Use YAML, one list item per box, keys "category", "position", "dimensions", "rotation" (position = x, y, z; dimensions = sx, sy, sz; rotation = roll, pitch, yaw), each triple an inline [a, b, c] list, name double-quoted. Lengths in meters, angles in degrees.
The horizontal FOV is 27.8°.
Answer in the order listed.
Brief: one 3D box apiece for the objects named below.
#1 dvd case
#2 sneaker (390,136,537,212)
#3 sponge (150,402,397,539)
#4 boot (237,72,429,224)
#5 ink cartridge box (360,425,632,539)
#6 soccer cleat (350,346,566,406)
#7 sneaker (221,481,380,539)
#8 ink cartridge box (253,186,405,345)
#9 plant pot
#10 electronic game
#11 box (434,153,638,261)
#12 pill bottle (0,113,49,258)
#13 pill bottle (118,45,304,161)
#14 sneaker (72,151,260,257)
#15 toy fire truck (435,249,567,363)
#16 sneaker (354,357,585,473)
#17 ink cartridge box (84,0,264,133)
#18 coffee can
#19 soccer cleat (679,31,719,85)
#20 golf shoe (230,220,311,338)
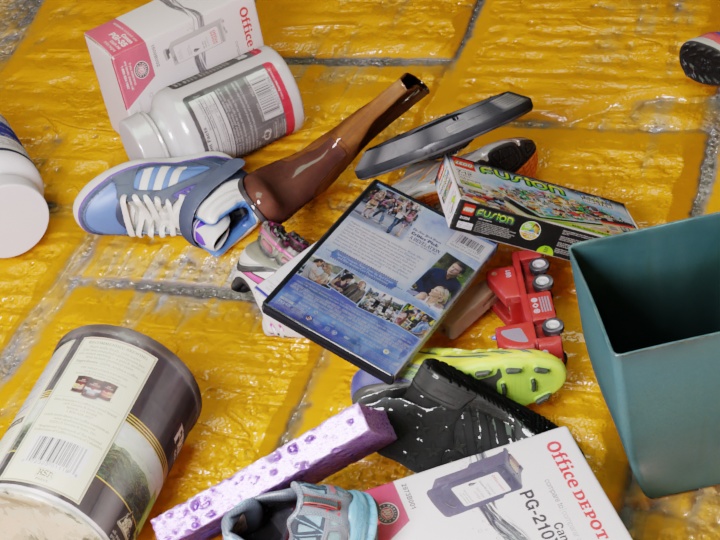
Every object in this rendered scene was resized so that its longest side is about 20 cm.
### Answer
- category: "dvd case"
  position: [0.021, 0.006, 1.362]
  dimensions: [0.143, 0.018, 0.200]
  rotation: [28, 53, 17]
- category: "sneaker"
  position: [0.097, -0.101, 1.574]
  dimensions: [0.200, 0.076, 0.092]
  rotation: [-26, 36, -19]
- category: "sponge"
  position: [-0.070, 0.172, 1.210]
  dimensions: [0.200, 0.112, 0.030]
  rotation: [-29, 76, 7]
- category: "boot"
  position: [-0.022, -0.128, 1.535]
  dimensions: [0.200, 0.069, 0.188]
  rotation: [-36, -6, 22]
- category: "ink cartridge box"
  position: [0.103, 0.224, 1.159]
  dimensions: [0.200, 0.084, 0.145]
  rotation: [-17, 39, -7]
- category: "soccer cleat"
  position: [0.087, 0.092, 1.333]
  dimensions: [0.200, 0.065, 0.084]
  rotation: [-10, 37, 13]
- category: "sneaker"
  position: [-0.079, 0.210, 1.158]
  dimensions: [0.200, 0.095, 0.079]
  rotation: [-34, 43, 37]
- category: "ink cartridge box"
  position: [0.000, 0.000, 1.397]
  dimensions: [0.095, 0.037, 0.200]
  rotation: [38, 53, 24]
- category: "plant pot"
  position: [0.264, 0.082, 1.201]
  dimensions: [0.141, 0.200, 0.141]
  rotation: [-13, 39, 0]
- category: "electronic game"
  position: [0.087, -0.139, 1.530]
  dimensions: [0.200, 0.042, 0.200]
  rotation: [-23, 6, 2]
- category: "box"
  position: [0.177, -0.054, 1.437]
  dimensions: [0.200, 0.035, 0.110]
  rotation: [14, 26, -13]
- category: "pill bottle"
  position: [-0.432, -0.104, 1.674]
  dimensions: [0.116, 0.116, 0.200]
  rotation: [-24, 40, -15]
- category: "pill bottle"
  position: [-0.175, -0.177, 1.703]
  dimensions: [0.200, 0.111, 0.111]
  rotation: [-26, 41, -18]
- category: "sneaker"
  position: [-0.205, -0.062, 1.593]
  dimensions: [0.200, 0.081, 0.146]
  rotation: [-16, 34, -14]
- category: "toy fire truck"
  position: [0.119, 0.032, 1.420]
  dimensions: [0.141, 0.049, 0.200]
  rotation: [-9, 39, 4]
- category: "sneaker"
  position: [0.087, 0.151, 1.271]
  dimensions: [0.200, 0.104, 0.060]
  rotation: [31, 15, 0]
- category: "ink cartridge box"
  position: [-0.219, -0.257, 1.784]
  dimensions: [0.200, 0.147, 0.083]
  rotation: [-30, 43, -21]
- category: "coffee can"
  position: [-0.241, 0.167, 1.269]
  dimensions: [0.146, 0.146, 0.200]
  rotation: [4, 41, 18]
- category: "soccer cleat"
  position: [0.456, -0.227, 1.643]
  dimensions: [0.073, 0.068, 0.200]
  rotation: [-30, 40, -28]
- category: "golf shoe"
  position: [-0.051, 0.040, 1.452]
  dimensions: [0.200, 0.073, 0.092]
  rotation: [44, 106, 33]
